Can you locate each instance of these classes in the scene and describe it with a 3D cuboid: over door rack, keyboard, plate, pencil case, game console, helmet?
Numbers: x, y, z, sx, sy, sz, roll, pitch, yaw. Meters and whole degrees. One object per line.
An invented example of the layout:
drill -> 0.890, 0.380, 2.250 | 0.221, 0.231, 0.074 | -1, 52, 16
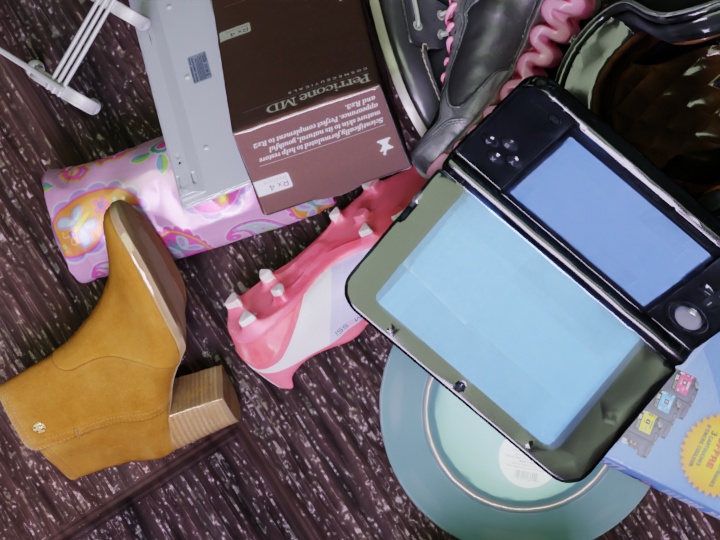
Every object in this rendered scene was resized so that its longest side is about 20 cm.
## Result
over door rack -> -0.221, -0.213, 1.725 | 0.200, 0.067, 0.148 | 31, 93, 18
keyboard -> -0.114, -0.132, 1.690 | 0.056, 0.011, 0.200 | -18, 60, 2
plate -> 0.111, 0.095, 1.708 | 0.200, 0.026, 0.200 | 0, 91, 6
pencil case -> -0.113, -0.057, 1.704 | 0.200, 0.087, 0.088 | -19, 89, 6
game console -> 0.121, 0.009, 1.555 | 0.200, 0.176, 0.116 | 40, 58, -4
helmet -> 0.225, -0.106, 1.607 | 0.200, 0.191, 0.200 | 4, 83, -32

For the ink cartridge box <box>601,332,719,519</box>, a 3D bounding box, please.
ink cartridge box -> 0.235, 0.087, 1.655 | 0.200, 0.076, 0.137 | 25, 88, -4

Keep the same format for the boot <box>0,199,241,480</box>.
boot -> -0.179, 0.055, 1.683 | 0.144, 0.071, 0.201 | -18, 124, 9

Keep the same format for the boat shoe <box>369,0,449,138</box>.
boat shoe -> 0.041, -0.173, 1.686 | 0.063, 0.073, 0.200 | -19, 86, 9

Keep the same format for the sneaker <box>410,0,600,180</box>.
sneaker -> 0.084, -0.153, 1.634 | 0.095, 0.079, 0.200 | 36, 97, 8

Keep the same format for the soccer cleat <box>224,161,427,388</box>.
soccer cleat -> 0.000, 0.000, 1.708 | 0.200, 0.067, 0.076 | -37, 125, -2

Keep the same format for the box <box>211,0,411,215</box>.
box -> -0.036, -0.131, 1.631 | 0.100, 0.200, 0.075 | -18, 128, 4
